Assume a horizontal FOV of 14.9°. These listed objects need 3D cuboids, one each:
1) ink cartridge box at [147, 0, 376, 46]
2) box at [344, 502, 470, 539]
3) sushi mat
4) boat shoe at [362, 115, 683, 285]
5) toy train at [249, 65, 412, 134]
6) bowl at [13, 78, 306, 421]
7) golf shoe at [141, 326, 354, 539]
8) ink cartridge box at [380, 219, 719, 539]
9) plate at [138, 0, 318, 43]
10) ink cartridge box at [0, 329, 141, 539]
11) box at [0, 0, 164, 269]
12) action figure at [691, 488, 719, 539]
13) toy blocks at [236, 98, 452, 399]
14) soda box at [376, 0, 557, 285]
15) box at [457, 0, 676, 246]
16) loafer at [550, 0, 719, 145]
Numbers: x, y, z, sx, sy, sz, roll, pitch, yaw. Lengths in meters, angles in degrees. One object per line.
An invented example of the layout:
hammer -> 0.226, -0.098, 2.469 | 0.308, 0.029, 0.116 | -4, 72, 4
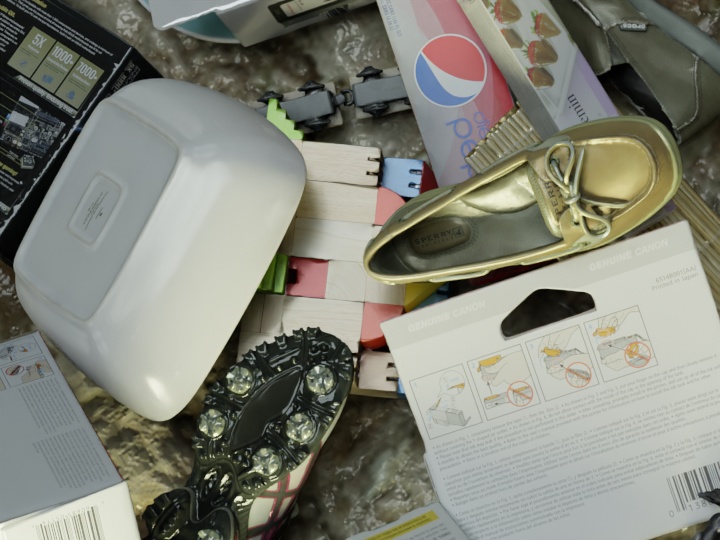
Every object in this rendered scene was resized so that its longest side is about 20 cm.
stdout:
ink cartridge box -> -0.044, -0.224, 1.792 | 0.200, 0.068, 0.116 | -18, 70, 10
box -> 0.065, 0.230, 1.599 | 0.082, 0.049, 0.200 | -20, 52, -29
sushi mat -> 0.162, -0.029, 1.680 | 0.096, 0.012, 0.200 | -44, 94, -11
boat shoe -> 0.095, -0.035, 1.620 | 0.200, 0.063, 0.073 | -15, 99, 30
toy train -> 0.019, -0.117, 1.782 | 0.200, 0.046, 0.034 | -13, 90, 8
bowl -> -0.137, -0.026, 1.722 | 0.200, 0.075, 0.200 | -60, 35, 3
golf shoe -> -0.066, 0.122, 1.695 | 0.077, 0.088, 0.200 | 38, 97, 23
ink cartridge box -> 0.133, 0.081, 1.660 | 0.200, 0.045, 0.177 | -18, 92, 9
plate -> -0.071, -0.244, 1.855 | 0.200, 0.026, 0.201 | -5, 72, 14
ink cartridge box -> -0.191, 0.163, 1.672 | 0.084, 0.176, 0.200 | -17, 31, -14
box -> -0.257, -0.117, 1.835 | 0.200, 0.086, 0.164 | 32, 84, 21
action figure -> 0.224, 0.205, 1.602 | 0.119, 0.102, 0.200 | 25, 72, 27
toy blocks -> 0.000, 0.000, 1.734 | 0.136, 0.100, 0.200 | 5, 79, 6
soda box -> 0.069, -0.094, 1.716 | 0.063, 0.070, 0.200 | -19, 89, 6
box -> 0.118, -0.110, 1.652 | 0.039, 0.041, 0.200 | -32, 90, -13
loafer -> 0.147, -0.150, 1.716 | 0.200, 0.075, 0.070 | 35, 80, 3
